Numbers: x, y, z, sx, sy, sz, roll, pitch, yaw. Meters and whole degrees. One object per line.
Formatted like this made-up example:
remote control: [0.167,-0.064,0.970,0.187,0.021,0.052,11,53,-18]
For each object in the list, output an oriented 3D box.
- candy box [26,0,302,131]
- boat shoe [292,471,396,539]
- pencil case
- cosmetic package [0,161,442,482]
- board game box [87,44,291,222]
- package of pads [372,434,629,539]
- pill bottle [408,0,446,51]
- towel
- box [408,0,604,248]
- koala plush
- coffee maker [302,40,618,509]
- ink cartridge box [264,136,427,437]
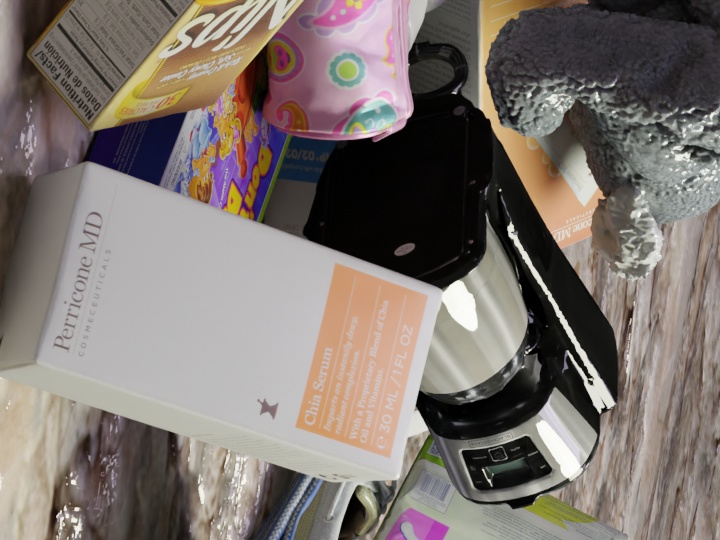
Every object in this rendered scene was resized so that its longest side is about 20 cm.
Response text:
candy box: [-0.057,-0.157,1.326,0.200,0.055,0.115,-48,165,27]
boat shoe: [-0.016,0.163,1.726,0.075,0.065,0.202,89,25,-43]
pencil case: [-0.007,-0.170,1.477,0.087,0.087,0.201,-32,128,-67]
cosmetic package: [-0.069,0.028,1.349,0.071,0.200,0.102,-11,-116,62]
board game box: [-0.084,-0.077,1.490,0.135,0.045,0.200,70,33,-55]
package of pads: [0.073,0.214,1.792,0.068,0.154,0.200,-63,178,-44]
pill bottle: [0.015,-0.216,1.615,0.120,0.119,0.200,75,29,-49]
towel: [-0.066,0.180,1.529,0.200,0.024,0.145,-56,-178,38]
box: [0.088,-0.114,1.750,0.124,0.097,0.200,-23,124,-34]
koala plush: [0.183,-0.095,1.668,0.178,0.183,0.200,-58,163,-29]
coffee maker: [0.069,0.005,1.602,0.192,0.134,0.200,-62,140,-28]
ink cartridge box: [0.000,0.000,1.679,0.115,0.068,0.201,-13,107,-53]
